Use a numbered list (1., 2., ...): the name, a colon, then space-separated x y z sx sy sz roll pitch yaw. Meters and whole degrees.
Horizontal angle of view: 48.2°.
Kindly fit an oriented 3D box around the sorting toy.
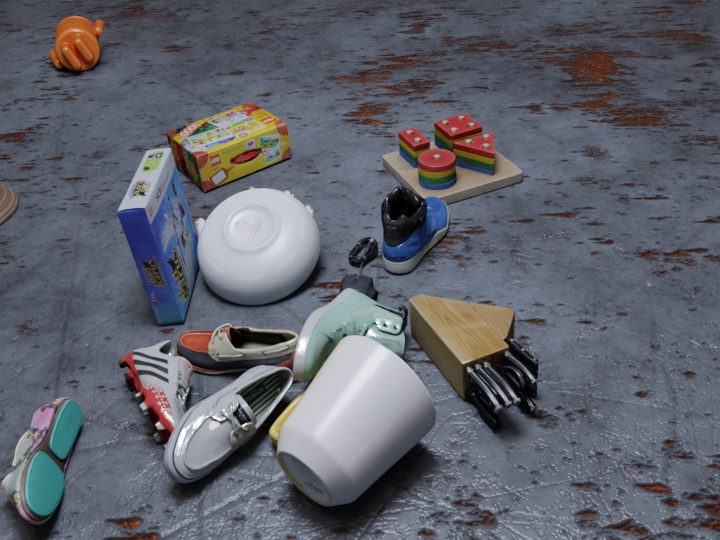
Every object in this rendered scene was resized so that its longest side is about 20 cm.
1. sorting toy: 0.166 -0.213 1.491 0.197 0.070 0.199 -17 37 -16

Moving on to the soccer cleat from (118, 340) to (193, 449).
1. soccer cleat: -0.249 0.155 1.044 0.084 0.069 0.200 -26 35 -20

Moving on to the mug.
1. mug: -0.020 0.189 0.931 0.149 0.187 0.153 41 59 7

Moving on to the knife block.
1. knife block: 0.136 0.118 1.038 0.197 0.065 0.176 9 37 20

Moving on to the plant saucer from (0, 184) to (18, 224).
1. plant saucer: -0.755 -0.117 1.530 0.197 0.030 0.201 -3 35 2

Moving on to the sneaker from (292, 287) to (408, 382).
1. sneaker: -0.005 0.093 1.067 0.117 0.075 0.200 18 32 19

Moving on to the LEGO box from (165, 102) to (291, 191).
1. LEGO box: -0.261 -0.249 1.597 0.198 0.078 0.149 -27 40 -26

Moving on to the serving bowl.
1. serving bowl: -0.164 -0.051 1.251 0.197 0.066 0.203 -4 60 7

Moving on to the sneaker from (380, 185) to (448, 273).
1. sneaker: 0.090 -0.095 1.301 0.076 0.113 0.200 14 39 25

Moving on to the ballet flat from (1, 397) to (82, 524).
1. ballet flat: -0.388 0.232 0.965 0.070 0.070 0.201 -22 31 8

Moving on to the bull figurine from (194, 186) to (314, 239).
1. bull figurine: -0.173 -0.074 1.340 0.197 0.065 0.123 11 65 12

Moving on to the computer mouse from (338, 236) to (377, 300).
1. computer mouse: 0.000 0.000 1.250 0.058 0.034 0.201 -2 35 8

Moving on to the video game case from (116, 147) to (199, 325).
1. video game case: -0.297 -0.054 1.222 0.045 0.202 0.182 -6 35 6

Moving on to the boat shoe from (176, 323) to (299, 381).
1. boat shoe: -0.168 0.104 1.105 0.197 0.063 0.071 7 39 20

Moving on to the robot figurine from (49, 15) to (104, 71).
1. robot figurine: -0.751 -0.602 2.130 0.115 0.145 0.201 13 28 -26

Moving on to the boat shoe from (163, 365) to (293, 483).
1. boat shoe: -0.157 0.174 0.978 0.066 0.074 0.200 -23 18 43
